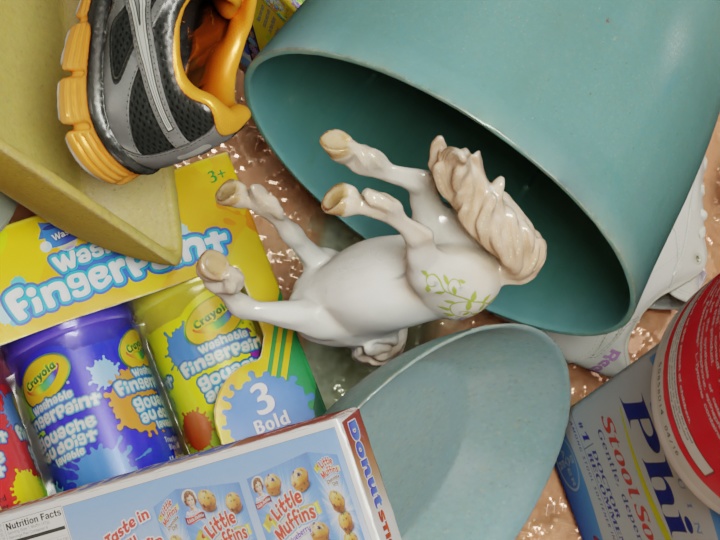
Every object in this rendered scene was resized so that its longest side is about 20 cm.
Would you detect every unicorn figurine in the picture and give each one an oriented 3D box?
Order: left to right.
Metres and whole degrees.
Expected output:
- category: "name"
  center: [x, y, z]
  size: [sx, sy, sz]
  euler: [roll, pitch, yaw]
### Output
- category: "unicorn figurine"
  center: [0.000, 0.000, 0.973]
  size: [0.137, 0.199, 0.074]
  euler: [33, 70, -35]

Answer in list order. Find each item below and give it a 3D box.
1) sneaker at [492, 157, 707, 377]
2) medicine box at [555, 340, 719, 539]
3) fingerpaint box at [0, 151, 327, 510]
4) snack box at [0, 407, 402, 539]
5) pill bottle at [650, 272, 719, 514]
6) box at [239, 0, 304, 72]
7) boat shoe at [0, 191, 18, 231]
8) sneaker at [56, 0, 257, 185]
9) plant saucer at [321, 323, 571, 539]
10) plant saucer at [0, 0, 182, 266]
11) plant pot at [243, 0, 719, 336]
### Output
- category: "sneaker"
  center: [0.140, -0.038, 1.119]
  size: [0.099, 0.075, 0.201]
  euler: [38, 72, -18]
- category: "medicine box"
  center: [0.182, 0.121, 1.005]
  size: [0.102, 0.200, 0.183]
  euler: [-18, 79, -14]
- category: "fingerpaint box"
  center: [-0.127, 0.058, 1.033]
  size: [0.199, 0.073, 0.168]
  euler: [-18, 80, -14]
- category: "snack box"
  center: [-0.080, 0.117, 0.920]
  size: [0.199, 0.024, 0.072]
  euler: [-18, 91, 23]
- category: "pill bottle"
  center: [0.186, 0.029, 0.819]
  size: [0.112, 0.200, 0.113]
  euler: [2, 75, -9]
- category: "box"
  center: [-0.034, -0.235, 1.101]
  size: [0.200, 0.122, 0.193]
  euler: [-43, 86, -17]
- category: "boat shoe"
  center: [-0.201, -0.089, 1.044]
  size: [0.071, 0.070, 0.202]
  euler: [-17, 52, 13]
- category: "sneaker"
  center: [-0.078, -0.138, 0.960]
  size: [0.077, 0.078, 0.201]
  euler: [-5, 81, 34]
- category: "plant saucer"
  center: [0.013, 0.100, 1.003]
  size: [0.201, 0.201, 0.039]
  euler: [-41, 55, -17]
- category: "plant saucer"
  center: [-0.163, -0.112, 0.983]
  size: [0.048, 0.200, 0.201]
  euler: [-24, 55, 22]
- category: "plant pot"
  center: [0.073, -0.094, 0.994]
  size: [0.200, 0.201, 0.161]
  euler: [33, 71, 0]
